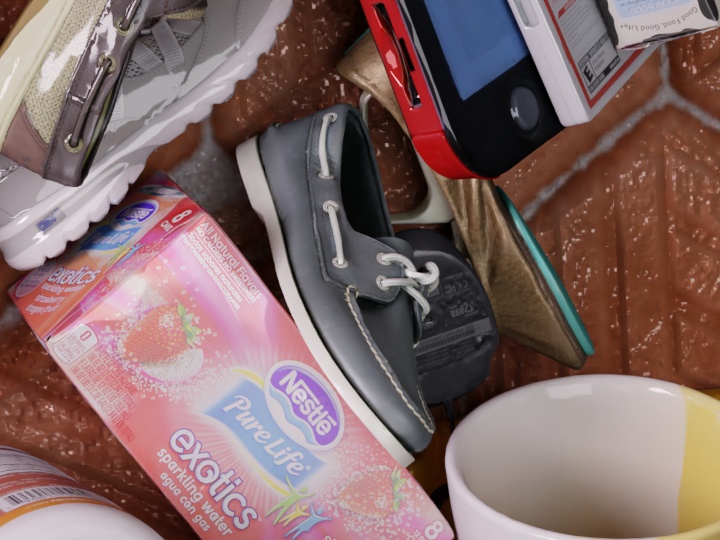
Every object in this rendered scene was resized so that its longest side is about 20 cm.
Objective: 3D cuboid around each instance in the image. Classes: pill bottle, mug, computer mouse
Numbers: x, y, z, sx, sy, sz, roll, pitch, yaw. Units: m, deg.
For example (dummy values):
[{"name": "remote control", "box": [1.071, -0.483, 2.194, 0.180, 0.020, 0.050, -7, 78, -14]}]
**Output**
[{"name": "pill bottle", "box": [-0.152, 0.137, 1.170, 0.112, 0.200, 0.112, -3, 98, -24]}, {"name": "mug", "box": [0.128, 0.156, 1.269, 0.149, 0.186, 0.153, -28, 128, -42]}, {"name": "computer mouse", "box": [0.042, 0.070, 1.316, 0.059, 0.034, 0.200, -16, 112, -10]}]

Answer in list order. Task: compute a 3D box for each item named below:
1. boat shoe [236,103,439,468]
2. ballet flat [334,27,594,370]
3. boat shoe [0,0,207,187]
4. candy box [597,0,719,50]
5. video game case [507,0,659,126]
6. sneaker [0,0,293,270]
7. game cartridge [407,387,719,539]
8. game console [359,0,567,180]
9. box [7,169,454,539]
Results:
[{"name": "boat shoe", "box": [0.000, 0.000, 1.226, 0.062, 0.200, 0.073, -30, 138, 7]}, {"name": "ballet flat", "box": [0.043, -0.031, 1.318, 0.072, 0.068, 0.200, -25, 108, 1]}, {"name": "boat shoe", "box": [-0.094, -0.127, 1.168, 0.065, 0.073, 0.200, 33, 101, -5]}, {"name": "candy box", "box": [0.136, -0.224, 1.300, 0.136, 0.061, 0.200, -44, 115, -47]}, {"name": "video game case", "box": [0.093, -0.187, 1.299, 0.143, 0.017, 0.200, -46, 117, -48]}, {"name": "sneaker", "box": [-0.106, -0.094, 1.229, 0.082, 0.075, 0.200, 47, 73, -15]}, {"name": "game cartridge", "box": [0.111, 0.156, 1.387, 0.200, 0.032, 0.177, -6, 99, -25]}, {"name": "game console", "box": [0.056, -0.155, 1.274, 0.177, 0.031, 0.200, -34, 109, -46]}, {"name": "box", "box": [-0.059, 0.065, 1.250, 0.095, 0.103, 0.200, -39, 110, -4]}]
